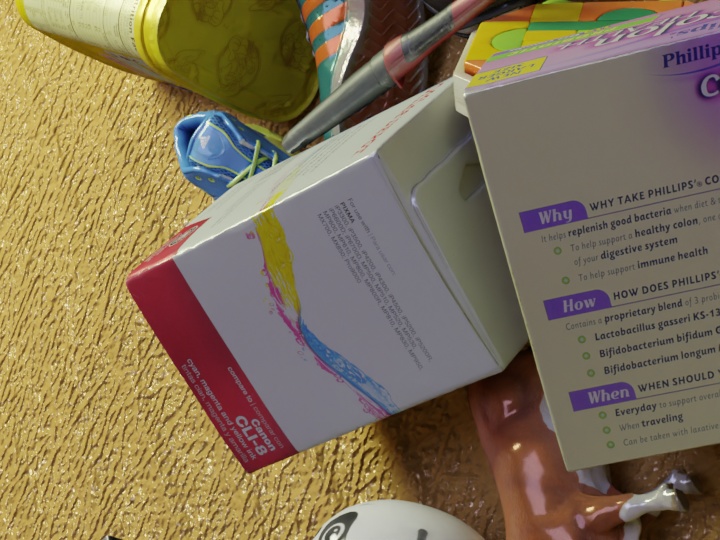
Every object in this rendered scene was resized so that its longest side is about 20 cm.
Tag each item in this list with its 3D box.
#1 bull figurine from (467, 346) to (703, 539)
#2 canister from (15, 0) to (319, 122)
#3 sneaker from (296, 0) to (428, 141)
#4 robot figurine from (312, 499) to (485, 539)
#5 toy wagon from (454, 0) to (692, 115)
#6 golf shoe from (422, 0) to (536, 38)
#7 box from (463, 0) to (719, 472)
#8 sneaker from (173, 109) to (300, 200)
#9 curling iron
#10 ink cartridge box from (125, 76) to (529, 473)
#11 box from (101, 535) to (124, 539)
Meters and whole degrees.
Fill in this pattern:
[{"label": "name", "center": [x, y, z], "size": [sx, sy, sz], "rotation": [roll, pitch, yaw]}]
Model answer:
[{"label": "bull figurine", "center": [0.120, 0.120, 1.039], "size": [0.121, 0.065, 0.200], "rotation": [-32, 59, 22]}, {"label": "canister", "center": [-0.139, -0.178, 1.350], "size": [0.200, 0.148, 0.087], "rotation": [21, 88, 48]}, {"label": "sneaker", "center": [-0.004, -0.164, 1.251], "size": [0.080, 0.071, 0.201], "rotation": [15, 104, 54]}, {"label": "robot figurine", "center": [0.007, 0.227, 1.049], "size": [0.150, 0.125, 0.201], "rotation": [25, 100, 50]}, {"label": "toy wagon", "center": [0.156, -0.111, 1.042], "size": [0.199, 0.040, 0.155], "rotation": [0, 29, 14]}, {"label": "golf shoe", "center": [0.111, -0.213, 1.164], "size": [0.200, 0.094, 0.078], "rotation": [-31, 53, 29]}, {"label": "box", "center": [0.165, -0.023, 0.925], "size": [0.175, 0.097, 0.201], "rotation": [-13, 105, 17]}, {"label": "sneaker", "center": [-0.062, -0.048, 1.251], "size": [0.200, 0.105, 0.076], "rotation": [35, 98, 46]}, {"label": "curling iron", "center": [0.027, -0.125, 1.125], "size": [0.200, 0.050, 0.026], "rotation": [-37, 83, 28]}, {"label": "ink cartridge box", "center": [0.000, 0.000, 1.108], "size": [0.200, 0.145, 0.145], "rotation": [-25, 101, 35]}, {"label": "box", "center": [-0.170, 0.245, 1.207], "size": [0.200, 0.143, 0.036], "rotation": [-37, 50, 26]}]
